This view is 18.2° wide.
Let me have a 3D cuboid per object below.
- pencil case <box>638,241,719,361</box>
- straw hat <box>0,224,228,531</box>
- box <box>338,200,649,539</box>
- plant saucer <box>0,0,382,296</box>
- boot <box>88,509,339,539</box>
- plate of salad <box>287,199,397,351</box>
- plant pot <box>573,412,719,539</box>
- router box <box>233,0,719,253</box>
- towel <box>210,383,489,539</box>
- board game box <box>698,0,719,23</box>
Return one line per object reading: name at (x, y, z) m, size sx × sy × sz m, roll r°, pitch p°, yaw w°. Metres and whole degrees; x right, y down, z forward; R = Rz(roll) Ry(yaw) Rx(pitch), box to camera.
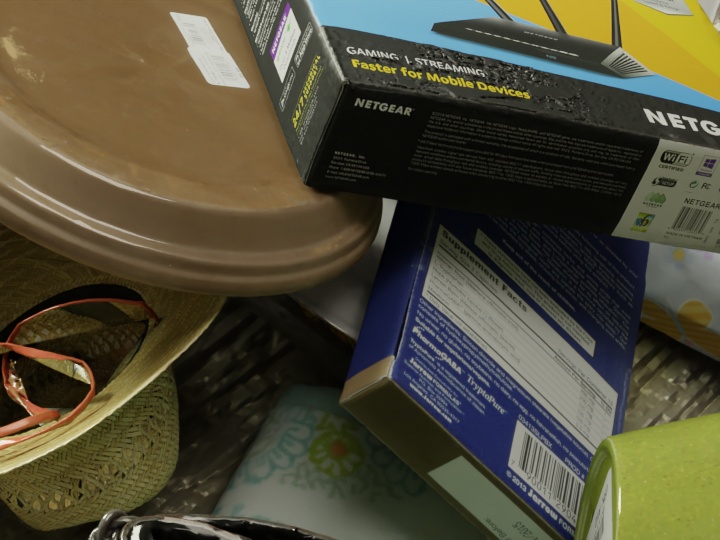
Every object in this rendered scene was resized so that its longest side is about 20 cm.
pencil case at (0.164, -0.008, 1.020) m, size 0.199 × 0.083 × 0.091 m, roll 29°, pitch 67°, yaw 7°
straw hat at (-0.111, 0.050, 0.854) m, size 0.199 × 0.086 × 0.202 m, roll -20°, pitch 29°, yaw 12°
box at (0.060, 0.017, 0.895) m, size 0.121 × 0.032 × 0.201 m, roll 43°, pitch 38°, yaw -22°
plant saucer at (-0.080, -0.064, 0.835) m, size 0.198 × 0.030 × 0.201 m, roll 18°, pitch 31°, yaw -11°
boot at (-0.066, 0.136, 0.715) m, size 0.198 × 0.175 × 0.070 m, roll 3°, pitch 45°, yaw 6°
plate of salad at (0.000, 0.000, 0.958) m, size 0.199 × 0.048 × 0.200 m, roll 31°, pitch 19°, yaw -12°
plant pot at (0.177, 0.118, 0.789) m, size 0.198 × 0.188 × 0.188 m, roll 8°, pitch 44°, yaw -2°
router box at (0.056, -0.080, 0.880) m, size 0.198 × 0.051 × 0.150 m, roll 8°, pitch 35°, yaw -25°
towel at (0.028, 0.144, 0.849) m, size 0.199 × 0.048 × 0.172 m, roll 25°, pitch 43°, yaw 5°
board game box at (0.064, -0.129, 1.043) m, size 0.198 × 0.026 × 0.200 m, roll 18°, pitch 35°, yaw 8°
